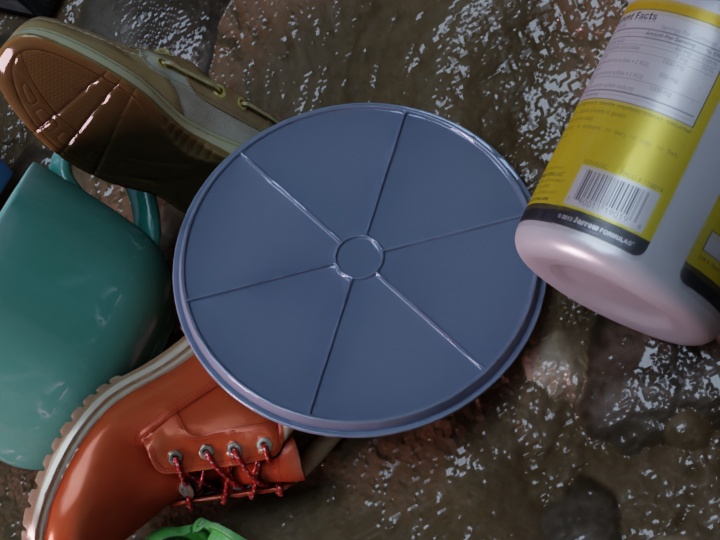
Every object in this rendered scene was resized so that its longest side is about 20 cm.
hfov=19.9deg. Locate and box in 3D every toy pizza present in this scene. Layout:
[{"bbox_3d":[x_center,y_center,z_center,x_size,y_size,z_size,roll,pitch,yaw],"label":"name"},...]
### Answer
[{"bbox_3d":[0.000,0.000,1.088,0.198,0.032,0.202,-2,61,3],"label":"toy pizza"}]

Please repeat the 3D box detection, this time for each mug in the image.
[{"bbox_3d":[-0.166,0.020,1.148,0.186,0.114,0.152,-57,10,4],"label":"mug"}]

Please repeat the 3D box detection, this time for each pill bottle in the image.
[{"bbox_3d":[0.164,-0.074,1.001,0.112,0.112,0.201,21,79,38],"label":"pill bottle"}]

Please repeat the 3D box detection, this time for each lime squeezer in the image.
[{"bbox_3d":[-0.085,0.160,1.086,0.199,0.038,0.071,-16,27,23],"label":"lime squeezer"}]

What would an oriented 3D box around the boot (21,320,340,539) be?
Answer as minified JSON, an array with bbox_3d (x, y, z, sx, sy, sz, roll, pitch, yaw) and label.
[{"bbox_3d":[-0.086,0.096,1.087,0.107,0.075,0.200,36,70,31],"label":"boot"}]

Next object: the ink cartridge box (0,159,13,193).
[{"bbox_3d":[-0.350,-0.029,1.271,0.145,0.147,0.201,10,63,41],"label":"ink cartridge box"}]

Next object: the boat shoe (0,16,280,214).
[{"bbox_3d":[-0.113,-0.086,1.149,0.074,0.199,0.067,-38,32,35],"label":"boat shoe"}]

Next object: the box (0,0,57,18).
[{"bbox_3d":[-0.260,-0.264,1.417,0.199,0.051,0.159,17,76,38],"label":"box"}]
